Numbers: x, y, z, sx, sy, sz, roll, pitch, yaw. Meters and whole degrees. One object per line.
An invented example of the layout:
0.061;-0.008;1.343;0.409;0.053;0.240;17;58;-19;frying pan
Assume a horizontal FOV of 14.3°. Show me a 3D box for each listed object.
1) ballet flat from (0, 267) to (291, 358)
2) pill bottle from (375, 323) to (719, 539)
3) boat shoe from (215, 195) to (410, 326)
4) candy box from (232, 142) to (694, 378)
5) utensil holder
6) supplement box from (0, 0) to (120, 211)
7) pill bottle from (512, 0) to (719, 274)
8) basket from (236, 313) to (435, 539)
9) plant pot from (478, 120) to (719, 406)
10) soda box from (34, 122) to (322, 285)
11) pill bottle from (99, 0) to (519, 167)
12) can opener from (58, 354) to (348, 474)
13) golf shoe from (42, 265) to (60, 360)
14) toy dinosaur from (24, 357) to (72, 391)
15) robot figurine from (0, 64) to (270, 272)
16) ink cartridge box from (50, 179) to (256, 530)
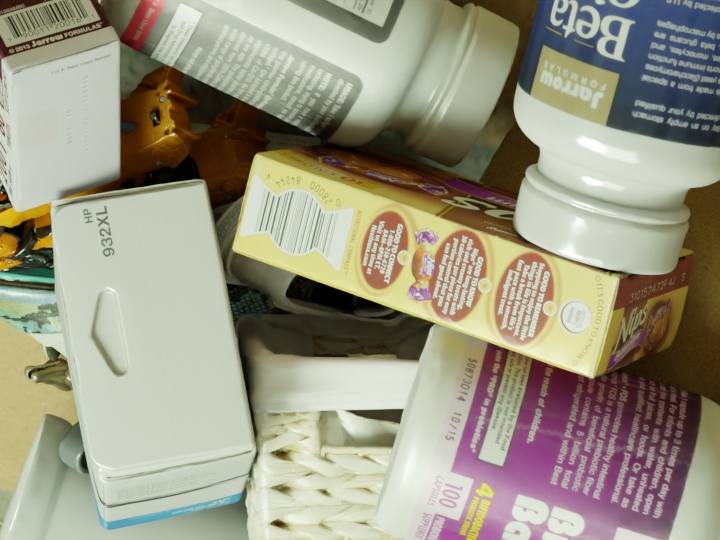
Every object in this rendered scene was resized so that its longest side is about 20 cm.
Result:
-0.132;0.029;1.673;0.199;0.074;0.074;-1;146;-17;ballet flat
0.116;0.103;1.409;0.199;0.112;0.112;17;143;0;pill bottle
0.000;0.000;1.578;0.069;0.072;0.200;44;-168;30;boat shoe
0.052;-0.009;1.424;0.200;0.117;0.057;18;103;23;candy box
-0.123;0.198;1.729;0.199;0.170;0.170;20;143;-6;utensil holder
-0.185;-0.141;1.448;0.061;0.200;0.109;-18;145;-18;supplement box
0.135;-0.105;1.349;0.111;0.111;0.201;15;104;4;pill bottle
0.001;0.095;1.563;0.135;0.124;0.200;1;-175;-4;basket
0.148;0.007;1.527;0.200;0.187;0.187;30;143;3;plant pot
-0.121;-0.043;1.643;0.199;0.068;0.064;7;141;14;soda box
-0.025;-0.130;1.460;0.200;0.111;0.111;25;142;-9;pill bottle
-0.088;0.079;1.705;0.066;0.200;0.053;27;119;38;can opener
-0.119;0.066;1.757;0.200;0.097;0.078;36;138;-24;golf shoe
-0.126;0.115;1.844;0.200;0.058;0.101;47;172;-28;toy dinosaur
-0.155;-0.048;1.543;0.200;0.058;0.145;-16;158;27;robot figurine
-0.110;0.048;1.508;0.083;0.146;0.200;-10;169;-7;ink cartridge box
